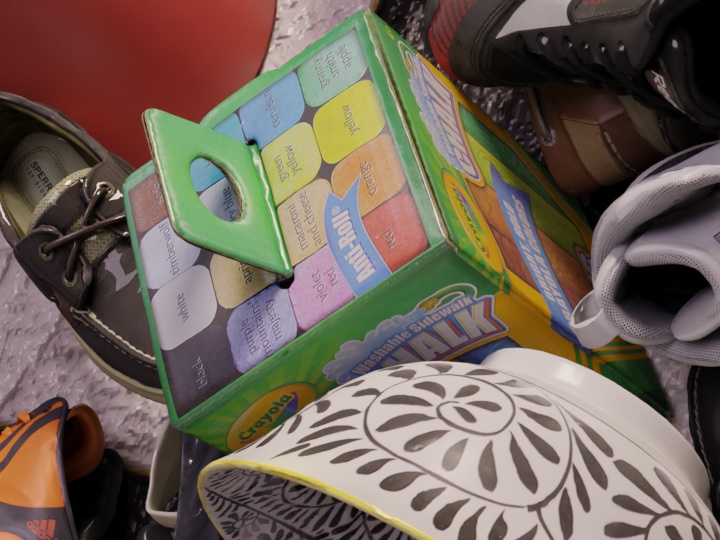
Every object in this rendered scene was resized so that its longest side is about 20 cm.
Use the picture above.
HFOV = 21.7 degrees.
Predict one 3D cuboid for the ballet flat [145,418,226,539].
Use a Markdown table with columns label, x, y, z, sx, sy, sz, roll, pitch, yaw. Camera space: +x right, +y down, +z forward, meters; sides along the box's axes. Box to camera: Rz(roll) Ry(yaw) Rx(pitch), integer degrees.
| label | x | y | z | sx | sy | sz | roll | pitch | yaw |
| --- | --- | --- | --- | --- | --- | --- | --- | --- | --- |
| ballet flat | -0.058 | 0.108 | 0.768 | 0.073 | 0.073 | 0.200 | -21 | 48 | 28 |

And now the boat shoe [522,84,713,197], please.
| label | x | y | z | sx | sy | sz | roll | pitch | yaw |
| --- | --- | --- | --- | --- | --- | --- | --- | --- | --- |
| boat shoe | 0.079 | -0.116 | 0.785 | 0.074 | 0.076 | 0.200 | -34 | 48 | 23 |

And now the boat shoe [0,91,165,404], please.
| label | x | y | z | sx | sy | sz | roll | pitch | yaw |
| --- | --- | --- | --- | --- | --- | --- | --- | --- | --- |
| boat shoe | -0.118 | -0.014 | 0.809 | 0.072 | 0.066 | 0.201 | -44 | 47 | -3 |

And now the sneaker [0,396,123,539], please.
| label | x | y | z | sx | sy | sz | roll | pitch | yaw |
| --- | --- | --- | --- | --- | --- | --- | --- | --- | --- |
| sneaker | -0.174 | 0.090 | 0.878 | 0.112 | 0.078 | 0.200 | -38 | 47 | 0 |

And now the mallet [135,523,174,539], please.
| label | x | y | z | sx | sy | sz | roll | pitch | yaw |
| --- | --- | --- | --- | --- | --- | --- | --- | --- | --- |
| mallet | -0.127 | 0.157 | 0.769 | 0.200 | 0.041 | 0.066 | -57 | 38 | 32 |

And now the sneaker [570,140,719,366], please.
| label | x | y | z | sx | sy | sz | roll | pitch | yaw |
| --- | --- | --- | --- | --- | --- | --- | --- | --- | --- |
| sneaker | 0.161 | -0.024 | 0.629 | 0.200 | 0.115 | 0.075 | -25 | 96 | 30 |

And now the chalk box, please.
| label | x | y | z | sx | sy | sz | roll | pitch | yaw |
| --- | --- | --- | --- | --- | --- | --- | --- | --- | --- |
| chalk box | 0.000 | 0.000 | 0.691 | 0.124 | 0.200 | 0.125 | -33 | 49 | 19 |

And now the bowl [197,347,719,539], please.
| label | x | y | z | sx | sy | sz | roll | pitch | yaw |
| --- | --- | --- | --- | --- | --- | --- | --- | --- | --- |
| bowl | 0.054 | 0.088 | 0.616 | 0.201 | 0.201 | 0.094 | 13 | 61 | 42 |

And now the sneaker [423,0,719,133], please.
| label | x | y | z | sx | sy | sz | roll | pitch | yaw |
| --- | --- | --- | --- | --- | --- | --- | --- | --- | --- |
| sneaker | 0.095 | -0.091 | 0.660 | 0.200 | 0.071 | 0.098 | -16 | 60 | 44 |

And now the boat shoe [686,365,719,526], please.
| label | x | y | z | sx | sy | sz | roll | pitch | yaw |
| --- | --- | --- | --- | --- | --- | --- | --- | --- | --- |
| boat shoe | 0.151 | 0.086 | 0.614 | 0.074 | 0.066 | 0.200 | -33 | 49 | 21 |

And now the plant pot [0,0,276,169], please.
| label | x | y | z | sx | sy | sz | roll | pitch | yaw |
| --- | --- | --- | --- | --- | --- | --- | --- | --- | --- |
| plant pot | -0.170 | -0.144 | 0.928 | 0.200 | 0.177 | 0.201 | -18 | 56 | 29 |
